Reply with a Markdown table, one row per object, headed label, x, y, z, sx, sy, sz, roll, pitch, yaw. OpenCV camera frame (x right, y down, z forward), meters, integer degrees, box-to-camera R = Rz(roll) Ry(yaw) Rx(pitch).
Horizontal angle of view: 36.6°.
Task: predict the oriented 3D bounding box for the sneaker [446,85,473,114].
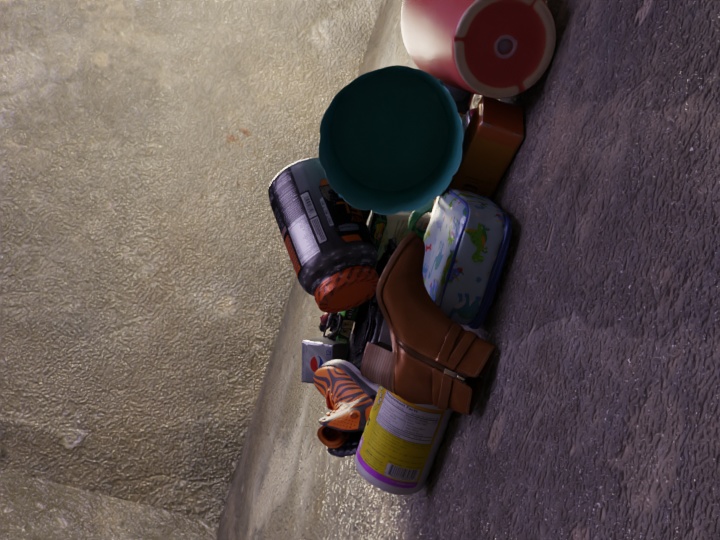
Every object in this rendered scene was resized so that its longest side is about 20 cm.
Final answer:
| label | x | y | z | sx | sy | sz | roll | pitch | yaw |
| --- | --- | --- | --- | --- | --- | --- | --- | --- | --- |
| sneaker | 0.161 | -0.286 | 1.627 | 0.198 | 0.085 | 0.075 | -31 | -9 | 18 |

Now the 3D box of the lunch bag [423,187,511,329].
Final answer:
| label | x | y | z | sx | sy | sz | roll | pitch | yaw |
| --- | --- | --- | --- | --- | --- | --- | --- | --- | --- |
| lunch bag | 0.132 | -0.018 | 1.438 | 0.200 | 0.081 | 0.163 | -117 | 43 | -76 |

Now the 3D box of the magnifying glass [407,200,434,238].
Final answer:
| label | x | y | z | sx | sy | sz | roll | pitch | yaw |
| --- | --- | --- | --- | --- | --- | --- | --- | --- | --- |
| magnifying glass | 0.138 | -0.112 | 1.625 | 0.201 | 0.078 | 0.023 | -55 | 43 | 39 |

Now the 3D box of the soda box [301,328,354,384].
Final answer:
| label | x | y | z | sx | sy | sz | roll | pitch | yaw |
| --- | --- | --- | --- | --- | --- | --- | --- | --- | --- |
| soda box | -0.016 | 0.136 | 1.766 | 0.199 | 0.063 | 0.070 | -10 | -78 | -57 |

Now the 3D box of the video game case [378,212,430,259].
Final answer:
| label | x | y | z | sx | sy | sz | roll | pitch | yaw |
| --- | --- | --- | --- | --- | --- | --- | --- | --- | --- |
| video game case | 0.036 | -0.007 | 1.807 | 0.199 | 0.022 | 0.185 | -2 | -67 | -56 |

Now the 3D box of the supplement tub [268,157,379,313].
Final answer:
| label | x | y | z | sx | sy | sz | roll | pitch | yaw |
| --- | --- | --- | --- | --- | --- | --- | --- | --- | --- |
| supplement tub | -0.049 | -0.050 | 1.558 | 0.203 | 0.121 | 0.123 | 68 | 154 | 23 |

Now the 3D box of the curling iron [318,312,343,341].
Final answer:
| label | x | y | z | sx | sy | sz | roll | pitch | yaw |
| --- | --- | --- | --- | --- | --- | --- | --- | --- | --- |
| curling iron | -0.053 | 0.084 | 1.694 | 0.200 | 0.025 | 0.050 | 155 | 133 | -80 |

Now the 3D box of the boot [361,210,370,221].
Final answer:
| label | x | y | z | sx | sy | sz | roll | pitch | yaw |
| --- | --- | --- | --- | --- | --- | --- | --- | --- | --- |
| boot | -0.044 | -0.111 | 1.735 | 0.183 | 0.072 | 0.202 | -55 | 34 | 29 |

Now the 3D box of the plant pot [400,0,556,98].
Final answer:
| label | x | y | z | sx | sy | sz | roll | pitch | yaw |
| --- | --- | --- | --- | --- | --- | --- | --- | --- | --- |
| plant pot | 0.167 | -0.324 | 1.457 | 0.178 | 0.197 | 0.203 | -116 | 42 | -61 |

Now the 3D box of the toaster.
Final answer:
| label | x | y | z | sx | sy | sz | roll | pitch | yaw |
| --- | --- | --- | --- | --- | --- | --- | --- | --- | --- |
| toaster | 0.057 | 0.072 | 1.629 | 0.200 | 0.117 | 0.184 | 135 | 148 | -73 |

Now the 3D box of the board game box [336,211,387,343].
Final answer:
| label | x | y | z | sx | sy | sz | roll | pitch | yaw |
| --- | --- | --- | --- | --- | --- | --- | --- | --- | --- |
| board game box | 0.000 | 0.000 | 1.659 | 0.105 | 0.023 | 0.203 | -100 | 27 | -68 |

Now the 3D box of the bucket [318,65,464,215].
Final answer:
| label | x | y | z | sx | sy | sz | roll | pitch | yaw |
| --- | --- | --- | --- | --- | --- | --- | --- | --- | --- |
| bucket | 0.042 | -0.184 | 1.496 | 0.135 | 0.204 | 0.211 | -84 | 11 | -76 |

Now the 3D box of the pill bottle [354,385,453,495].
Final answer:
| label | x | y | z | sx | sy | sz | roll | pitch | yaw |
| --- | --- | --- | --- | --- | --- | --- | --- | --- | --- |
| pill bottle | 0.067 | 0.185 | 1.431 | 0.105 | 0.102 | 0.203 | -98 | 26 | -68 |

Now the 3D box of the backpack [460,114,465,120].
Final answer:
| label | x | y | z | sx | sy | sz | roll | pitch | yaw |
| --- | --- | --- | --- | --- | --- | --- | --- | --- | --- |
| backpack | 0.087 | -0.231 | 1.764 | 0.200 | 0.174 | 0.153 | 135 | 142 | -63 |

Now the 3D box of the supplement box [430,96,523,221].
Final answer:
| label | x | y | z | sx | sy | sz | roll | pitch | yaw |
| --- | --- | --- | --- | --- | --- | --- | --- | --- | --- |
| supplement box | 0.161 | -0.142 | 1.519 | 0.069 | 0.065 | 0.201 | -84 | 13 | -46 |

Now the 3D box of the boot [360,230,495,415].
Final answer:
| label | x | y | z | sx | sy | sz | roll | pitch | yaw |
| --- | --- | --- | --- | --- | --- | --- | --- | --- | --- |
| boot | 0.091 | 0.067 | 1.320 | 0.076 | 0.153 | 0.204 | 3 | -76 | -66 |

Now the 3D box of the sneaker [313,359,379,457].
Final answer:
| label | x | y | z | sx | sy | sz | roll | pitch | yaw |
| --- | --- | --- | --- | --- | --- | --- | --- | --- | --- |
| sneaker | -0.032 | 0.199 | 1.572 | 0.199 | 0.111 | 0.079 | 19 | 133 | 51 |

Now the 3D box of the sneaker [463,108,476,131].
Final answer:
| label | x | y | z | sx | sy | sz | roll | pitch | yaw |
| --- | --- | --- | --- | --- | --- | --- | --- | --- | --- |
| sneaker | 0.138 | -0.161 | 1.660 | 0.081 | 0.073 | 0.202 | -85 | 14 | -48 |
